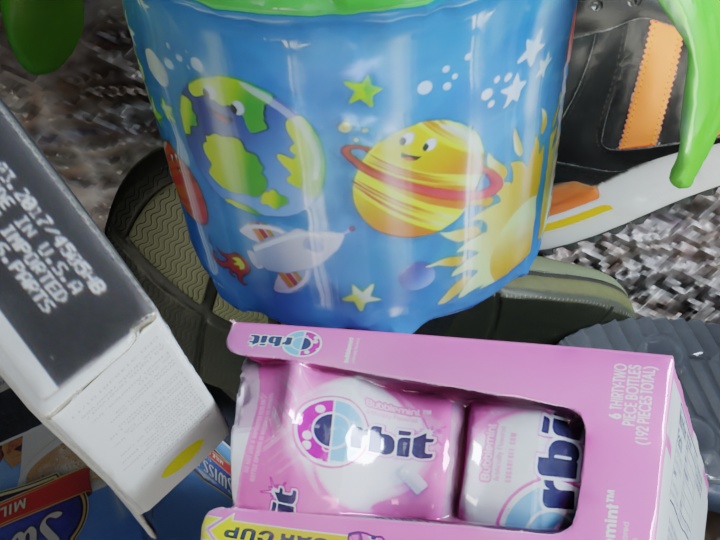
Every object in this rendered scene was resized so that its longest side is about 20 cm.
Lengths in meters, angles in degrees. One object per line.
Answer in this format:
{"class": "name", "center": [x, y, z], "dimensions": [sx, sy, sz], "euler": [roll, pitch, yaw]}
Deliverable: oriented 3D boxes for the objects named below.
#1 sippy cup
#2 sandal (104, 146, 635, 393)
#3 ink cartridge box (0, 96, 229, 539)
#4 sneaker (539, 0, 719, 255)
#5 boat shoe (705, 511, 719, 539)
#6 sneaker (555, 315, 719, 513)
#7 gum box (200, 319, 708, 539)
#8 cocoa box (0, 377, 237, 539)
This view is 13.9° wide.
{"class": "sippy cup", "center": [-0.001, -0.059, 0.769], "dimensions": [0.139, 0.178, 0.131], "euler": [-21, 127, -23]}
{"class": "sandal", "center": [0.000, 0.001, 0.920], "dimensions": [0.201, 0.057, 0.080], "euler": [17, 130, -41]}
{"class": "ink cartridge box", "center": [-0.109, -0.031, 0.754], "dimensions": [0.047, 0.198, 0.200], "euler": [-39, 168, -4]}
{"class": "sneaker", "center": [0.093, -0.074, 0.827], "dimensions": [0.200, 0.070, 0.090], "euler": [-26, 136, 26]}
{"class": "boat shoe", "center": [0.187, 0.137, 1.070], "dimensions": [0.200, 0.060, 0.072], "euler": [30, 129, -31]}
{"class": "sneaker", "center": [0.135, 0.069, 0.971], "dimensions": [0.199, 0.070, 0.082], "euler": [10, 137, -26]}
{"class": "gum box", "center": [0.032, 0.068, 0.811], "dimensions": [0.113, 0.066, 0.200], "euler": [5, 167, 10]}
{"class": "cocoa box", "center": [-0.067, 0.119, 0.984], "dimensions": [0.133, 0.132, 0.200], "euler": [-24, 134, 21]}
